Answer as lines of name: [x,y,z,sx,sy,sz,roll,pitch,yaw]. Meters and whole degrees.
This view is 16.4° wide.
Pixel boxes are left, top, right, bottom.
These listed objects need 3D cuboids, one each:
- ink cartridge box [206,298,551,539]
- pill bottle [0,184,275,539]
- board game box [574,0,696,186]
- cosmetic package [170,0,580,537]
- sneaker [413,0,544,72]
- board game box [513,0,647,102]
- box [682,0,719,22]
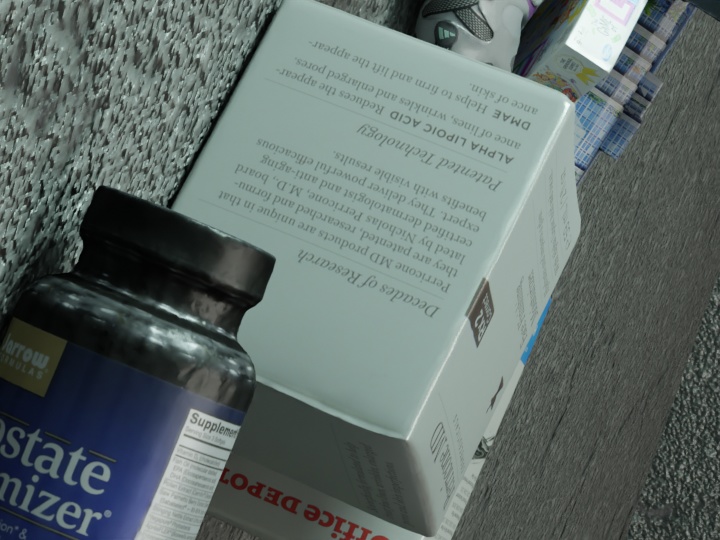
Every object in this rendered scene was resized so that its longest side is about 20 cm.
ink cartridge box: [0.004,0.073,1.449,0.084,0.146,0.200,52,60,-75]
pill bottle: [-0.113,0.071,1.084,0.112,0.112,0.200,34,78,-76]
board game box: [0.148,-0.111,1.677,0.200,0.062,0.200,-57,-171,6]
cosmetic package: [0.000,0.000,1.286,0.200,0.165,0.165,-64,164,-18]
sneaker: [0.077,-0.160,1.538,0.200,0.078,0.140,-22,134,-65]
board game box: [0.131,-0.151,1.594,0.135,0.034,0.200,-62,-171,-25]
box: [0.298,-0.226,1.509,0.200,0.148,0.107,-57,-176,21]
